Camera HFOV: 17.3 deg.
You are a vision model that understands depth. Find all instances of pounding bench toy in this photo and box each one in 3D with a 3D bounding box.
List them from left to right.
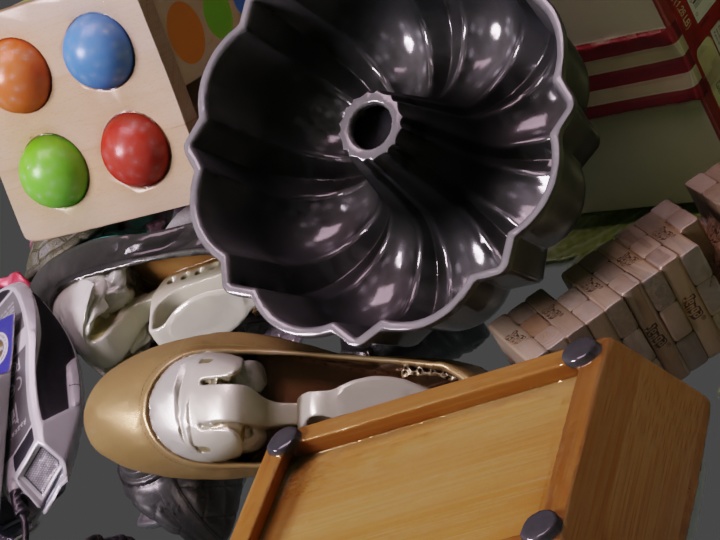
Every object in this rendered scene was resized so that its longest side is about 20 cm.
[{"bbox_3d":[-0.153,-0.096,1.298,0.200,0.124,0.156,-12,15,31],"label":"pounding bench toy"}]

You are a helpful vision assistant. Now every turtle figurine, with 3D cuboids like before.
[{"bbox_3d":[-0.145,0.002,1.358,0.150,0.101,0.200,-20,19,15],"label":"turtle figurine"}]

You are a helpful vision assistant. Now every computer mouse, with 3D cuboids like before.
[{"bbox_3d":[-0.156,0.092,1.166,0.110,0.044,0.200,-45,42,35],"label":"computer mouse"}]

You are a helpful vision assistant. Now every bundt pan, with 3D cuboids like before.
[{"bbox_3d":[0.022,-0.057,1.092,0.202,0.076,0.202,-8,73,28],"label":"bundt pan"}]

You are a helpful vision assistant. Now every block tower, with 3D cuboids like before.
[{"bbox_3d":[0.157,-0.006,1.054,0.200,0.054,0.058,-34,25,-5],"label":"block tower"}]

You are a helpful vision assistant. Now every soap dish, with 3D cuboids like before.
[{"bbox_3d":[0.034,0.112,0.950,0.200,0.081,0.157,-18,28,27],"label":"soap dish"}]

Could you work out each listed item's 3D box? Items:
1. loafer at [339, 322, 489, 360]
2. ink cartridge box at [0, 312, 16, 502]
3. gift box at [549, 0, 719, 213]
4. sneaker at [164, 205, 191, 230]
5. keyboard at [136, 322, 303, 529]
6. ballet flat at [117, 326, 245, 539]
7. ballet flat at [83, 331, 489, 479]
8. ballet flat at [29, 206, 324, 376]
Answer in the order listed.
[{"bbox_3d":[0.000,0.000,1.215,0.072,0.073,0.200,-36,23,2],"label":"loafer"},{"bbox_3d":[-0.215,0.121,1.159,0.095,0.037,0.200,-22,55,41],"label":"ink cartridge box"},{"bbox_3d":[0.111,-0.134,1.193,0.187,0.185,0.200,-5,30,43],"label":"gift box"},{"bbox_3d":[-0.059,-0.033,1.330,0.088,0.075,0.200,-2,24,39],"label":"sneaker"},{"bbox_3d":[-0.064,0.065,1.240,0.056,0.011,0.200,-20,28,27],"label":"keyboard"},{"bbox_3d":[-0.086,0.077,1.192,0.066,0.057,0.200,-26,20,13],"label":"ballet flat"},{"bbox_3d":[-0.032,0.058,1.062,0.200,0.069,0.063,-2,-9,8],"label":"ballet flat"},{"bbox_3d":[-0.105,0.013,1.198,0.200,0.068,0.068,-18,28,35],"label":"ballet flat"}]
